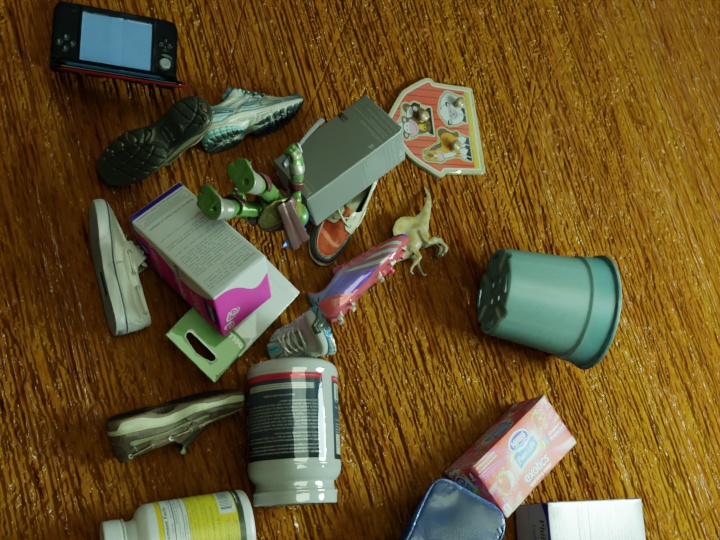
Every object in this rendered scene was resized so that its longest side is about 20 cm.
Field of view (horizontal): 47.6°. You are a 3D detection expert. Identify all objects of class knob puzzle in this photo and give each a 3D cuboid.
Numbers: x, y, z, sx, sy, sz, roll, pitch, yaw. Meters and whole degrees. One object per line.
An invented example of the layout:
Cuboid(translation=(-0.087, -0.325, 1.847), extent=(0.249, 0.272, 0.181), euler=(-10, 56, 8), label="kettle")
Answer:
Cuboid(translation=(0.139, -0.271, 1.523), extent=(0.216, 0.030, 0.224), euler=(7, 72, -21), label="knob puzzle")

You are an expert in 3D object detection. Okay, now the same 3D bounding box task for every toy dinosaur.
Cuboid(translation=(0.105, -0.061, 1.429), extent=(0.101, 0.058, 0.201), euler=(39, 63, -7), label="toy dinosaur")

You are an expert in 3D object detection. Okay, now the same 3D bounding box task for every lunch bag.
Cuboid(translation=(0.128, 0.424, 1.250), extent=(0.134, 0.133, 0.201), euler=(29, 62, 8), label="lunch bag")

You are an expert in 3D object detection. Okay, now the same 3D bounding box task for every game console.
Cuboid(translation=(-0.377, -0.352, 1.273), extent=(0.196, 0.119, 0.176), euler=(5, 72, -23), label="game console")

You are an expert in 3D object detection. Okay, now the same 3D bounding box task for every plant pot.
Cuboid(translation=(0.317, 0.053, 1.420), extent=(0.192, 0.200, 0.204), euler=(12, 69, -11), label="plant pot")

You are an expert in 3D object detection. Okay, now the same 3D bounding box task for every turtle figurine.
Cuboid(translation=(-0.153, -0.133, 1.198), extent=(0.193, 0.141, 0.205), euler=(2, 88, -65), label="turtle figurine")

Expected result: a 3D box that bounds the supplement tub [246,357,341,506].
Cuboid(translation=(-0.098, 0.238, 1.200), extent=(0.138, 0.140, 0.204), euler=(4, 72, -22), label="supplement tub")

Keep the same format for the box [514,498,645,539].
Cuboid(translation=(0.368, 0.478, 1.351), extent=(0.196, 0.105, 0.188), euler=(5, 72, -23), label="box")

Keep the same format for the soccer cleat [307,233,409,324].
Cuboid(translation=(0.000, 0.000, 1.348), extent=(0.076, 0.067, 0.200), euler=(41, 76, 12), label="soccer cleat")

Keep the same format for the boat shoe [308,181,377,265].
Cuboid(translation=(-0.025, -0.101, 1.381), extent=(0.071, 0.062, 0.202), euler=(34, 65, -12), label="boat shoe")

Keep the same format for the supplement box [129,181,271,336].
Cuboid(translation=(-0.232, -0.018, 1.195), extent=(0.199, 0.102, 0.103), euler=(37, 62, 25), label="supplement box")

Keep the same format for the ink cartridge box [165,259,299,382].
Cuboid(translation=(-0.197, 0.071, 1.253), extent=(0.104, 0.059, 0.200), euler=(44, 62, -3), label="ink cartridge box")

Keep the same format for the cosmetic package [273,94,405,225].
Cuboid(translation=(-0.033, -0.182, 1.345), extent=(0.199, 0.091, 0.107), euler=(-38, 63, -14), label="cosmetic package")

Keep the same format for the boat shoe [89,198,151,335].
Cuboid(translation=(-0.351, -0.009, 1.208), extent=(0.069, 0.071, 0.204), euler=(-10, 81, -31), label="boat shoe")

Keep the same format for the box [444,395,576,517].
Cuboid(translation=(0.249, 0.309, 1.352), extent=(0.199, 0.095, 0.100), euler=(-35, 89, -31), label="box")

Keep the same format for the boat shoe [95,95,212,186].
Cuboid(translation=(-0.312, -0.193, 1.271), extent=(0.198, 0.074, 0.076), euler=(-31, 90, -3), label="boat shoe")

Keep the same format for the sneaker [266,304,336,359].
Cuboid(translation=(-0.094, 0.108, 1.216), extent=(0.085, 0.200, 0.076), euler=(-20, 82, -18), label="sneaker")

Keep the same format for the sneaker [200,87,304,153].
Cuboid(translation=(-0.185, -0.272, 1.357), extent=(0.198, 0.078, 0.087), euler=(-24, 81, -28), label="sneaker")

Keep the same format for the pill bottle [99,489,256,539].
Cuboid(translation=(-0.249, 0.369, 1.112), extent=(0.196, 0.111, 0.114), euler=(-2, 75, -23), label="pill bottle")

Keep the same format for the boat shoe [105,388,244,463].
Cuboid(translation=(-0.261, 0.226, 1.180), extent=(0.199, 0.075, 0.076), euler=(-11, 92, -20), label="boat shoe")
